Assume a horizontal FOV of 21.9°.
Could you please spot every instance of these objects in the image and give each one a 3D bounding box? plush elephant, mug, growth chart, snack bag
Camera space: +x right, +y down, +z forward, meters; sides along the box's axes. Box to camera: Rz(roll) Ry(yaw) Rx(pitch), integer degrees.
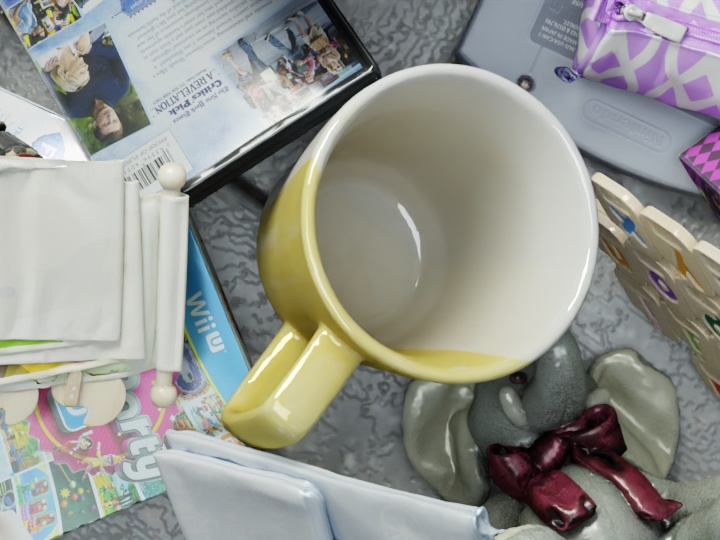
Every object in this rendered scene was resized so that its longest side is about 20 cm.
[{"bbox_3d":[0.107,0.100,0.951,0.164,0.200,0.155,-13,70,-12],"label":"plush elephant"},{"bbox_3d":[0.002,-0.010,0.921,0.186,0.153,0.150,-19,91,-21],"label":"mug"},{"bbox_3d":[-0.171,0.004,0.858,0.199,0.018,0.145,6,111,-21],"label":"growth chart"},{"bbox_3d":[-0.002,0.173,0.895,0.200,0.021,0.189,10,127,38],"label":"snack bag"}]

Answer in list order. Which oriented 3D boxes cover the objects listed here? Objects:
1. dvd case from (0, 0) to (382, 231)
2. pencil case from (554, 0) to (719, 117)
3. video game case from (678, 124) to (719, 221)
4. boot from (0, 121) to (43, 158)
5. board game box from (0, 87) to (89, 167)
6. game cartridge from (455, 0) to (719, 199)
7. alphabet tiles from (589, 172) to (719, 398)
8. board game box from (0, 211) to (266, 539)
[{"bbox_3d":[-0.096,-0.130,0.929,0.142,0.018,0.200,-33,64,0],"label":"dvd case"},{"bbox_3d":[0.204,-0.112,0.934,0.199,0.085,0.084,15,91,-2],"label":"pencil case"},{"bbox_3d":[0.237,0.028,0.898,0.036,0.200,0.181,-35,108,6],"label":"video game case"},{"bbox_3d":[-0.206,-0.096,0.903,0.200,0.073,0.151,-42,69,-7],"label":"boot"},{"bbox_3d":[-0.254,-0.017,0.938,0.199,0.041,0.200,26,73,15],"label":"board game box"},{"bbox_3d":[0.159,-0.117,0.993,0.199,0.041,0.133,25,89,-1],"label":"game cartridge"},{"bbox_3d":[0.185,0.033,0.913,0.015,0.200,0.196,-42,130,-7],"label":"alphabet tiles"},{"bbox_3d":[-0.160,0.061,0.976,0.199,0.064,0.148,-23,88,-4],"label":"board game box"}]
